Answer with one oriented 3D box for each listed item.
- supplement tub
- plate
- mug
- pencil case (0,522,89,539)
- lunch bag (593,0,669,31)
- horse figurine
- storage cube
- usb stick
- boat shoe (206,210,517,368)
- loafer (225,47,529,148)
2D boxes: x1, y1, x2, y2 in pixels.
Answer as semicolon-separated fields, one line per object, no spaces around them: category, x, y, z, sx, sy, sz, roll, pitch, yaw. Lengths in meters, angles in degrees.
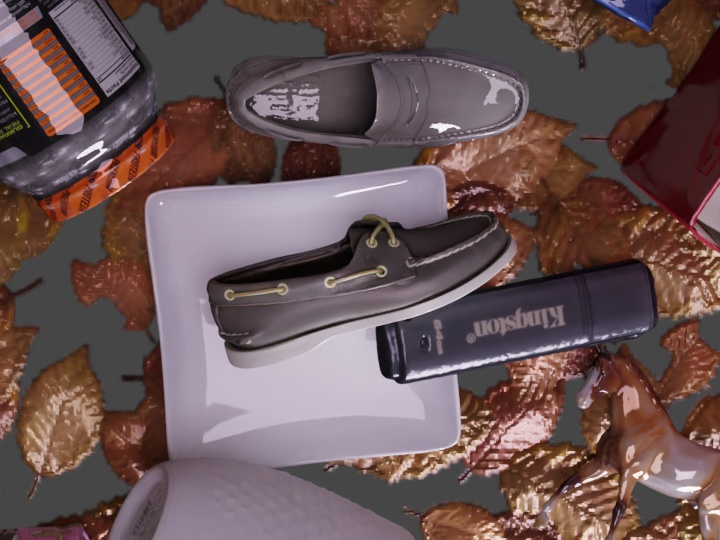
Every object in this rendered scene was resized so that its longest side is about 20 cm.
supplement tub;-0.209;-0.138;1.420;0.123;0.123;0.200;-33;106;1
plate;-0.038;0.032;1.533;0.200;0.032;0.200;-6;105;-7
mug;-0.086;0.222;1.507;0.175;0.148;0.200;28;105;-21
pencil case;-0.272;0.223;1.525;0.200;0.087;0.083;-6;138;-6
lunch bag;0.131;-0.256;1.429;0.200;0.136;0.132;31;98;-13
horse figurine;0.215;0.155;1.584;0.200;0.050;0.133;29;81;-6
storage cube;0.301;-0.071;1.477;0.200;0.180;0.171;30;98;-15
usb stick;0.107;0.034;1.532;0.200;0.033;0.055;-10;106;-19
boat shoe;0.000;0.001;1.477;0.202;0.072;0.060;-20;111;1
loafer;0.013;-0.108;1.484;0.200;0.070;0.070;-3;104;-7
